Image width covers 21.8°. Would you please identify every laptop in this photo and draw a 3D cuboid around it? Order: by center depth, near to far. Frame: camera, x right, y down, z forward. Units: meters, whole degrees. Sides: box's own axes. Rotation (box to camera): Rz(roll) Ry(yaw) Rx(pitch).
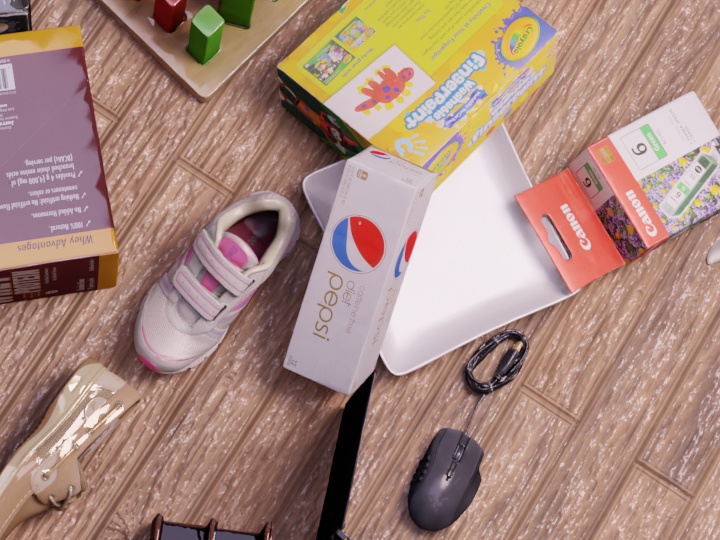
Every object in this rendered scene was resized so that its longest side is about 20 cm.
[{"bbox_3d":[0.025,0.209,1.548,0.116,0.187,0.200,-42,86,-14],"label":"laptop"}]

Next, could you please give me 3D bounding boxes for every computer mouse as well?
[{"bbox_3d":[0.099,0.139,1.655,0.058,0.034,0.201,26,74,-1],"label":"computer mouse"}]

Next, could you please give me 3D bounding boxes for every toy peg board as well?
[{"bbox_3d":[-0.141,-0.299,1.687,0.199,0.098,0.200,44,75,3],"label":"toy peg board"}]

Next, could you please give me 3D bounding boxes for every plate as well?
[{"bbox_3d":[0.072,-0.029,1.690,0.199,0.032,0.201,-24,82,-13],"label":"plate"}]

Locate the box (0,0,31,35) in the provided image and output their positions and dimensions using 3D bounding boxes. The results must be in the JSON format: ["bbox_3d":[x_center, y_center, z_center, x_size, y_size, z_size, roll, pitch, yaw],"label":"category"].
[{"bbox_3d":[-0.334,-0.286,1.621,0.085,0.164,0.202,-5,77,-9],"label":"box"}]

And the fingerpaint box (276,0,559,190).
[{"bbox_3d":[0.052,-0.180,1.678,0.167,0.074,0.200,39,71,17],"label":"fingerpaint box"}]

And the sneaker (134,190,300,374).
[{"bbox_3d":[-0.126,0.001,1.625,0.081,0.088,0.201,36,75,1],"label":"sneaker"}]

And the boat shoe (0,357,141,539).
[{"bbox_3d":[-0.260,0.169,1.575,0.064,0.071,0.201,33,74,1],"label":"boat shoe"}]

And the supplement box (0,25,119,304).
[{"bbox_3d":[-0.318,-0.081,1.592,0.195,0.133,0.202,-9,79,-11],"label":"supplement box"}]

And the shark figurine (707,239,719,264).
[{"bbox_3d":[0.408,0.005,1.706,0.127,0.090,0.216,-26,80,-12],"label":"shark figurine"}]

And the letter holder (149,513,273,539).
[{"bbox_3d":[-0.134,0.304,1.526,0.100,0.142,0.202,9,76,-6],"label":"letter holder"}]

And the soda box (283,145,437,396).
[{"bbox_3d":[0.000,0.000,1.597,0.068,0.064,0.202,23,112,14],"label":"soda box"}]

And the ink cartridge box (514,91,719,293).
[{"bbox_3d":[0.250,-0.072,1.700,0.199,0.050,0.110,-28,82,-25],"label":"ink cartridge box"}]
